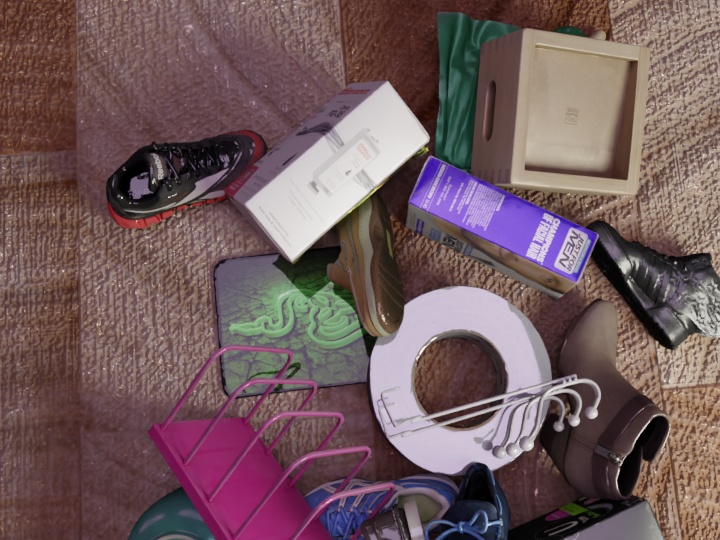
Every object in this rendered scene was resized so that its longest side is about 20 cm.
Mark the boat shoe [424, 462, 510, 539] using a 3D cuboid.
[{"bbox_3d":[0.097,0.246,0.813,0.083,0.200,0.069,-15,99,10],"label":"boat shoe"}]

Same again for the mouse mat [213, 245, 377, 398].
[{"bbox_3d":[-0.067,0.056,0.998,0.197,0.008,0.163,-7,79,-1],"label":"mouse mat"}]

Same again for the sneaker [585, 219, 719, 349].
[{"bbox_3d":[0.347,0.007,0.976,0.104,0.060,0.201,-35,86,-4],"label":"sneaker"}]

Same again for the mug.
[{"bbox_3d":[-0.150,0.304,0.879,0.183,0.114,0.154,25,93,12],"label":"mug"}]

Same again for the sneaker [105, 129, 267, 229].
[{"bbox_3d":[-0.200,-0.112,0.986,0.198,0.098,0.072,-22,78,-5],"label":"sneaker"}]

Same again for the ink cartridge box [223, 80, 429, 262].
[{"bbox_3d":[-0.041,-0.114,0.952,0.200,0.146,0.083,-42,109,-6],"label":"ink cartridge box"}]

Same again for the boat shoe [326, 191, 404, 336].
[{"bbox_3d":[0.000,0.000,0.948,0.075,0.072,0.201,-21,38,15],"label":"boat shoe"}]

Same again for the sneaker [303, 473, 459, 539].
[{"bbox_3d":[0.011,0.255,0.923,0.197,0.077,0.077,-14,81,2],"label":"sneaker"}]

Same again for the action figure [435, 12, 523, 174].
[{"bbox_3d":[0.129,-0.190,1.017,0.117,0.055,0.203,10,86,1],"label":"action figure"}]

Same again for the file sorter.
[{"bbox_3d":[-0.081,0.185,0.857,0.200,0.138,0.126,47,110,29],"label":"file sorter"}]

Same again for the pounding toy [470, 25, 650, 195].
[{"bbox_3d":[0.223,-0.189,0.970,0.182,0.142,0.203,3,94,-19],"label":"pounding toy"}]

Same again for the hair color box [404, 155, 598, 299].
[{"bbox_3d":[0.150,-0.044,0.961,0.198,0.109,0.065,24,81,6],"label":"hair color box"}]

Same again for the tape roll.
[{"bbox_3d":[0.105,0.121,0.950,0.197,0.066,0.203,0,79,-1],"label":"tape roll"}]

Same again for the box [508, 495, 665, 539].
[{"bbox_3d":[0.203,0.318,0.871,0.198,0.149,0.126,-23,82,-3],"label":"box"}]

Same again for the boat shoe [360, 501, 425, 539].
[{"bbox_3d":[0.041,0.312,0.872,0.060,0.072,0.203,-12,123,-3],"label":"boat shoe"}]

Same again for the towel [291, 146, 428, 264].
[{"bbox_3d":[-0.013,-0.083,0.986,0.200,0.086,0.018,-40,108,-4],"label":"towel"}]

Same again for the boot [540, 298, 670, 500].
[{"bbox_3d":[0.262,0.136,0.903,0.070,0.146,0.202,19,89,-24],"label":"boot"}]

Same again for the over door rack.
[{"bbox_3d":[0.117,0.147,0.839,0.197,0.148,0.068,-4,74,-2],"label":"over door rack"}]
